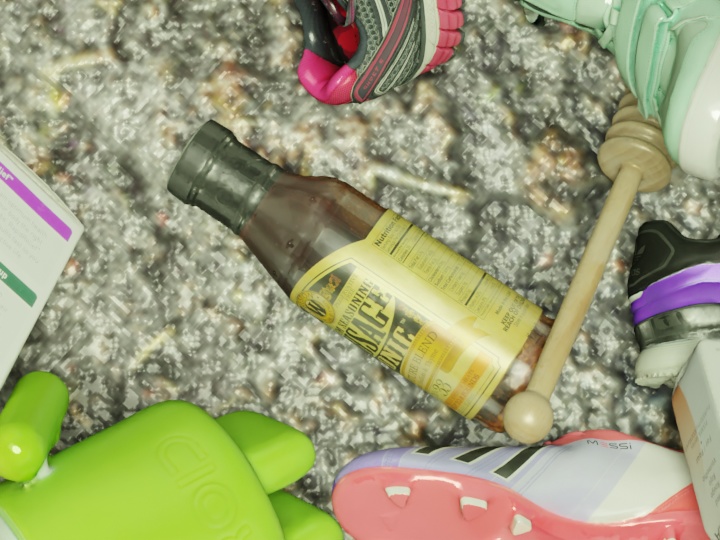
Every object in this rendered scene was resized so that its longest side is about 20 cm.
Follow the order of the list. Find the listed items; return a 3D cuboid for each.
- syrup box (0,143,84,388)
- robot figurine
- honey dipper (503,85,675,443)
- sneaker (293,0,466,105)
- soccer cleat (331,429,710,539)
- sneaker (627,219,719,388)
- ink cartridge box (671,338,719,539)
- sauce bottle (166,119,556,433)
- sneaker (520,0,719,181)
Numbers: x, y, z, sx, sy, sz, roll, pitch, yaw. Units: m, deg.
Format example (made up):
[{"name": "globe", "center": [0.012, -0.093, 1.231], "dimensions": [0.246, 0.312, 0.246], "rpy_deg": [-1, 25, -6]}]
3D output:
[{"name": "syrup box", "center": [-0.204, 0.038, 0.709], "dimensions": [0.081, 0.078, 0.201], "rpy_deg": [46, 46, -29]}, {"name": "robot figurine", "center": [-0.109, 0.133, 0.720], "dimensions": [0.199, 0.115, 0.177], "rpy_deg": [-27, 111, -25]}, {"name": "honey dipper", "center": [0.107, -0.006, 0.762], "dimensions": [0.038, 0.038, 0.201], "rpy_deg": [27, 62, 2]}, {"name": "sneaker", "center": [-0.001, -0.168, 0.741], "dimensions": [0.074, 0.080, 0.202], "rpy_deg": [-32, 127, -30]}, {"name": "soccer cleat", "center": [0.082, 0.104, 0.758], "dimensions": [0.198, 0.077, 0.067], "rpy_deg": [7, 127, -9]}, {"name": "sneaker", "center": [0.222, -0.006, 0.785], "dimensions": [0.198, 0.070, 0.101], "rpy_deg": [-7, 77, -4]}, {"name": "ink cartridge box", "center": [0.230, 0.121, 0.688], "dimensions": [0.160, 0.050, 0.202], "rpy_deg": [1, 53, -10]}, {"name": "sauce bottle", "center": [0.000, 0.000, 0.782], "dimensions": [0.199, 0.066, 0.066], "rpy_deg": [32, 83, 5]}, {"name": "sneaker", "center": [0.116, -0.107, 0.750], "dimensions": [0.117, 0.201, 0.074], "rpy_deg": [11, 122, 3]}]
